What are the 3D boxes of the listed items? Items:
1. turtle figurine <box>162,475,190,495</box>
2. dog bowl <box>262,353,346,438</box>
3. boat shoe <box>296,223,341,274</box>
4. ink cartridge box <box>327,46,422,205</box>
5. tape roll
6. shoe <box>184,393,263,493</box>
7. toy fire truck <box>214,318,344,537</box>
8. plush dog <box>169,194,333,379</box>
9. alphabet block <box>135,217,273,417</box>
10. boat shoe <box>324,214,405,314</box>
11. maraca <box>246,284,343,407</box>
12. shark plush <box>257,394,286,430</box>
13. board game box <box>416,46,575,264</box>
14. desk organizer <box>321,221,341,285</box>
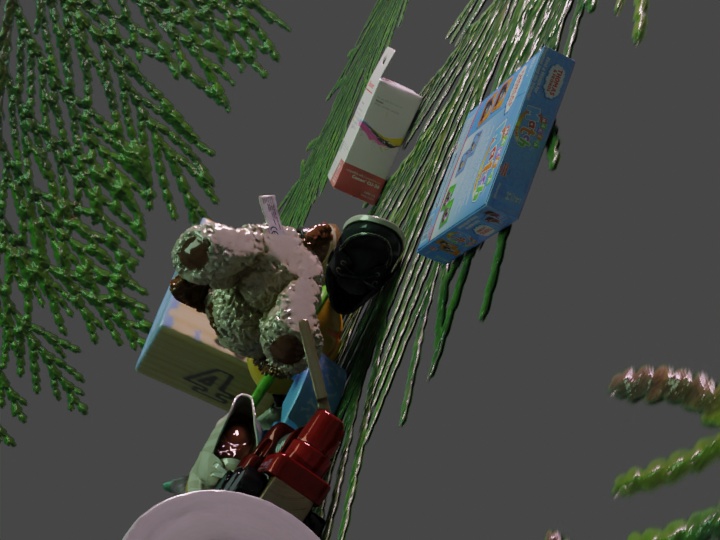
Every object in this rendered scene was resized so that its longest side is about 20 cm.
[{"bbox_3d":[-0.167,0.334,1.643,0.150,0.100,0.201,47,-149,-60],"label":"turtle figurine"},{"bbox_3d":[-0.074,0.182,1.666,0.112,0.049,0.201,-92,27,-71],"label":"dog bowl"},{"bbox_3d":[-0.100,0.004,1.809,0.200,0.065,0.073,-47,44,35],"label":"boat shoe"},{"bbox_3d":[0.027,-0.199,2.010,0.117,0.067,0.201,-112,45,-77],"label":"ink cartridge box"},{"bbox_3d":[-0.106,0.271,1.128,0.071,0.202,0.203,-57,12,42],"label":"tape roll"},{"bbox_3d":[-0.149,0.211,1.642,0.200,0.070,0.054,-78,6,-59],"label":"shoe"},{"bbox_3d":[-0.069,0.171,1.492,0.200,0.128,0.176,-56,5,-16],"label":"toy fire truck"},{"bbox_3d":[-0.114,0.029,1.630,0.160,0.200,0.172,-45,-2,-42],"label":"plush dog"},{"bbox_3d":[-0.188,0.076,2.130,0.196,0.199,0.196,131,161,-62],"label":"alphabet block"},{"bbox_3d":[-0.002,-0.001,1.643,0.199,0.074,0.066,133,157,-66],"label":"boat shoe"},{"bbox_3d":[-0.089,0.098,1.769,0.200,0.107,0.137,-57,-3,31],"label":"maraca"},{"bbox_3d":[-0.125,0.219,1.833,0.083,0.090,0.201,74,-156,-54],"label":"shark plush"},{"bbox_3d":[0.116,-0.096,1.309,0.200,0.036,0.152,142,151,-73],"label":"board game box"},{"bbox_3d":[-0.062,0.045,1.889,0.077,0.071,0.201,-81,17,-68],"label":"desk organizer"}]
